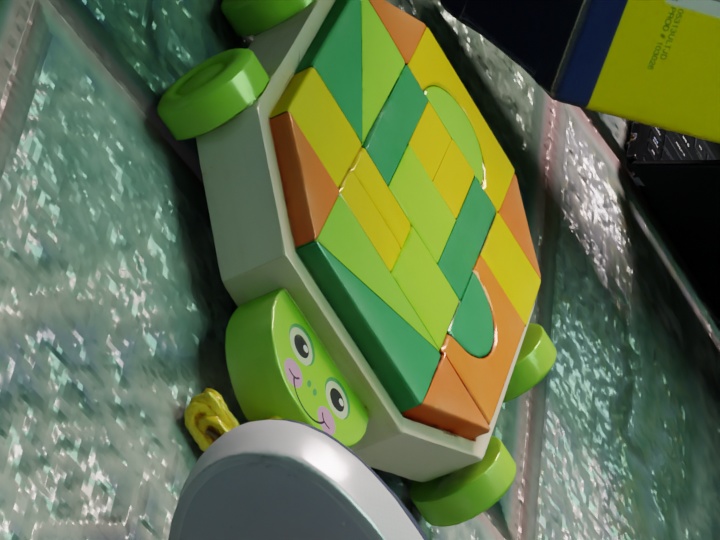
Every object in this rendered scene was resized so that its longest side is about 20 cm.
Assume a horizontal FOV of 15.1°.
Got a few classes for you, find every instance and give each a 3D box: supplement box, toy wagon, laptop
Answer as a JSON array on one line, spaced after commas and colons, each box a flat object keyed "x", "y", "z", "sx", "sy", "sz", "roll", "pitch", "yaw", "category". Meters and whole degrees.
[{"x": 0.149, "y": -0.103, "z": 0.958, "sx": 0.200, "sy": 0.110, "sz": 0.109, "roll": 13, "pitch": 17, "yaw": -24, "category": "supplement box"}, {"x": 0.000, "y": 0.000, "z": 0.796, "sx": 0.155, "sy": 0.040, "sz": 0.200, "roll": 57, "pitch": 27, "yaw": -19, "category": "toy wagon"}, {"x": 0.193, "y": -0.008, "z": 1.103, "sx": 0.177, "sy": 0.103, "sz": 0.200, "roll": 56, "pitch": 28, "yaw": -23, "category": "laptop"}]

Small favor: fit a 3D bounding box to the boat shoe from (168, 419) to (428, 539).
[{"x": 0.020, "y": 0.112, "z": 0.703, "sx": 0.202, "sy": 0.075, "sz": 0.086, "roll": 60, "pitch": 27, "yaw": -18, "category": "boat shoe"}]
